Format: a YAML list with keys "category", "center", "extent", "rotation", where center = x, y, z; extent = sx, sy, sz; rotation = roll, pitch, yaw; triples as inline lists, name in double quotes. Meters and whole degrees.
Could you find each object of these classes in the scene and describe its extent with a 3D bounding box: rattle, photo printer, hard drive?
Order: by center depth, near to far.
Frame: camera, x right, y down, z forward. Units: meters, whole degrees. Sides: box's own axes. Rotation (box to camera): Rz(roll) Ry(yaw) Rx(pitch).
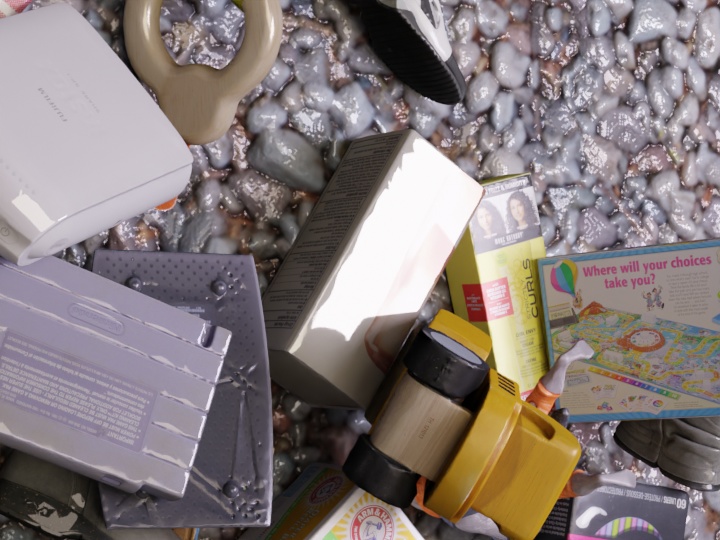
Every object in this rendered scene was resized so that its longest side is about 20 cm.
- category: "photo printer"
  center: [-0.222, -0.094, 1.371]
  extent: [0.167, 0.069, 0.200]
  rotation: [51, 32, 6]
- category: "hard drive"
  center: [-0.132, 0.087, 1.445]
  extent: [0.134, 0.042, 0.202]
  rotation: [2, 72, -21]
- category: "rattle"
  center: [-0.115, -0.153, 1.529]
  extent: [0.129, 0.143, 0.202]
  rotation: [9, 102, 2]

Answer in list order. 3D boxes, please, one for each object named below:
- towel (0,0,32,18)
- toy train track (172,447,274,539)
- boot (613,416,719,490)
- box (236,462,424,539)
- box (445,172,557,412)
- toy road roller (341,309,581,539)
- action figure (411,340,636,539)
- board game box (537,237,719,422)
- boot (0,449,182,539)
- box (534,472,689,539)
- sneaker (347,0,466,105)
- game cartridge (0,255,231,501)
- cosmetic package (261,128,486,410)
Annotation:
- category: "towel"
  center: [-0.276, -0.254, 1.441]
  extent: [0.146, 0.030, 0.200]
  rotation: [46, 71, -21]
- category: "toy train track"
  center: [-0.128, 0.172, 1.509]
  extent: [0.114, 0.033, 0.202]
  rotation: [12, 92, 4]
- category: "boot"
  center: [0.232, 0.086, 1.656]
  extent: [0.067, 0.200, 0.132]
  rotation: [-1, 119, -43]
- category: "box"
  center: [0.006, 0.258, 1.551]
  extent: [0.113, 0.101, 0.201]
  rotation: [-45, 110, -21]
- category: "box"
  center: [0.116, 0.026, 1.647]
  extent: [0.075, 0.050, 0.202]
  rotation: [-14, 97, -31]
- category: "toy road roller"
  center: [0.079, 0.122, 1.476]
  extent: [0.145, 0.200, 0.124]
  rotation: [30, 98, 0]
- category: "action figure"
  center: [0.099, 0.123, 1.569]
  extent: [0.104, 0.193, 0.201]
  rotation: [-9, 72, -57]
- category: "board game box"
  center: [0.235, 0.047, 1.578]
  extent: [0.034, 0.199, 0.136]
  rotation: [-9, 92, -50]
- category: "boot"
  center: [-0.160, 0.149, 1.461]
  extent: [0.199, 0.068, 0.132]
  rotation: [28, 76, -11]
- category: "box"
  center: [0.179, 0.267, 1.649]
  extent: [0.121, 0.106, 0.202]
  rotation: [12, 84, -30]
- category: "sneaker"
  center: [0.039, -0.224, 1.589]
  extent: [0.089, 0.074, 0.201]
  rotation: [-48, 119, -26]
- category: "game cartridge"
  center: [-0.194, 0.066, 1.367]
  extent: [0.199, 0.038, 0.131]
  rotation: [24, 75, -23]
- category: "cosmetic package"
  center: [0.000, 0.000, 1.552]
  extent: [0.087, 0.103, 0.201]
  rotation: [37, 73, -23]
